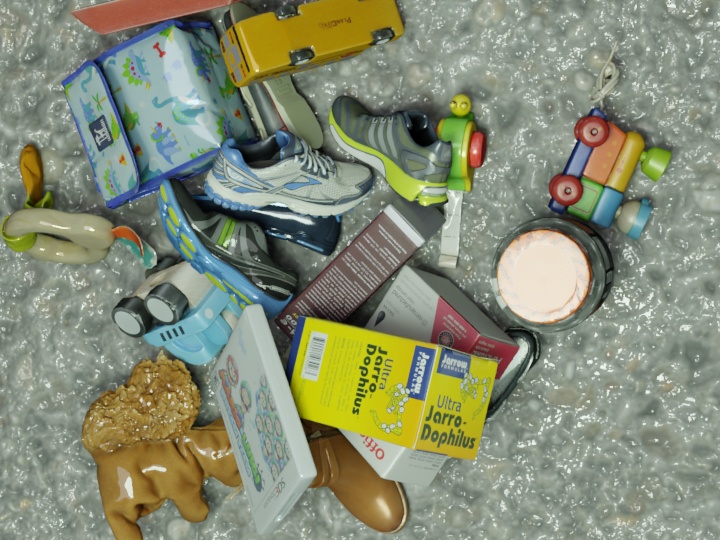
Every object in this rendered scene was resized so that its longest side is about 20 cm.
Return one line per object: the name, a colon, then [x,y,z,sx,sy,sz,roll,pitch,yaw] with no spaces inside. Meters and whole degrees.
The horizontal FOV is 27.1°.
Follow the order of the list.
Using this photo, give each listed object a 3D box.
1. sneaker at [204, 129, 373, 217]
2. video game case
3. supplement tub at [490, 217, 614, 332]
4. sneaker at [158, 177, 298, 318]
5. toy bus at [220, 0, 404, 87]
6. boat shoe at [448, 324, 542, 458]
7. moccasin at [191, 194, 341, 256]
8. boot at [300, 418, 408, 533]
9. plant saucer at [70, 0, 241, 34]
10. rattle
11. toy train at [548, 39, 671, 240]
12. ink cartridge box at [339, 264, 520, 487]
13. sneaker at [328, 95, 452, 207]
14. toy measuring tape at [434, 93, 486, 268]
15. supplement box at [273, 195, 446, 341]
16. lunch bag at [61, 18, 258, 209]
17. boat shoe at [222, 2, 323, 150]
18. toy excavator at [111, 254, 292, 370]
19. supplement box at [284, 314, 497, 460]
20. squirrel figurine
sneaker: [-0.074,-0.114,1.697,0.199,0.077,0.085,-2,128,-22]
video game case: [-0.109,0.164,1.618,0.024,0.182,0.200,-9,65,-23]
supplement tub: [0.208,0.003,1.615,0.122,0.200,0.123,0,92,14]
sneaker: [-0.153,-0.032,1.703,0.200,0.071,0.083,43,65,2]
toy bus: [-0.053,-0.268,1.704,0.200,0.078,0.065,-19,86,-26]
boat shoe: [0.128,0.141,1.710,0.076,0.060,0.200,38,99,10]
moccasin: [-0.124,-0.052,1.756,0.199,0.080,0.068,7,98,14]
boot: [-0.033,0.232,1.702,0.074,0.155,0.200,-44,82,11]
plant saucer: [-0.205,-0.311,1.711,0.199,0.200,0.037,-11,102,14]
rattle: [-0.325,-0.077,1.793,0.199,0.130,0.143,-7,48,30]
toy train: [0.295,-0.141,1.656,0.115,0.085,0.200,24,97,1]
ink cartridge box: [0.062,0.120,1.677,0.145,0.084,0.200,44,108,40]
sneaker: [0.040,-0.153,1.686,0.200,0.074,0.081,40,122,35]
toy measuring tape: [0.104,-0.102,1.704,0.073,0.074,0.201,6,93,13]
supplement box: [0.000,0.000,1.691,0.061,0.109,0.200,45,111,1]
lunch bag: [-0.249,-0.183,1.764,0.200,0.127,0.171,-21,89,25]
boat shoe: [-0.115,-0.217,1.755,0.062,0.071,0.200,-29,88,38]
toy excavator: [-0.160,0.071,1.753,0.194,0.100,0.200,-19,118,44]
supplement box: [0.026,0.122,1.576,0.200,0.109,0.110,10,86,42]
squirrel figurine: [-0.216,0.201,1.743,0.186,0.142,0.200,-19,108,6]
